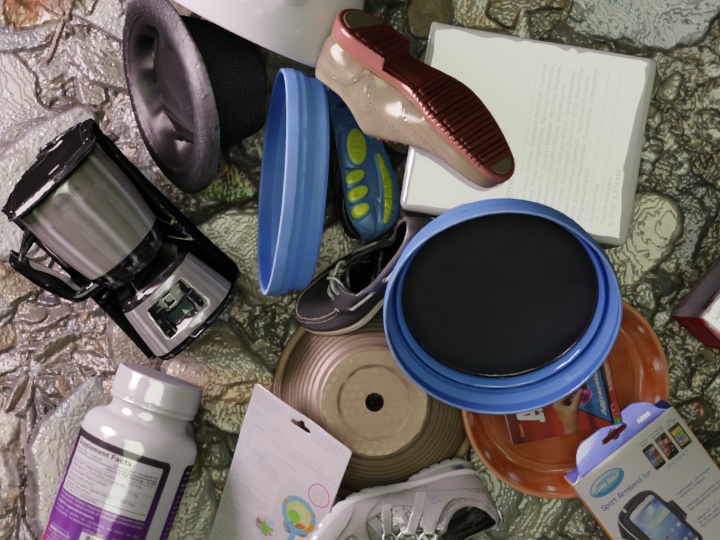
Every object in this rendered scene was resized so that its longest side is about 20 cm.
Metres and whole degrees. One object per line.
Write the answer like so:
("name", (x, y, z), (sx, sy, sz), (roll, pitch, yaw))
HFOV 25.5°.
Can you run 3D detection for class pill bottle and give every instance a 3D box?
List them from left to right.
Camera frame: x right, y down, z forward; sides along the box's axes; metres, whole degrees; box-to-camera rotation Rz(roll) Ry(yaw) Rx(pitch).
("pill bottle", (-0.217, 0.192, 1.470), (0.111, 0.111, 0.201), (20, 90, 2))

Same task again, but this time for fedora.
("fedora", (-0.144, -0.170, 1.455), (0.091, 0.200, 0.202), (-13, 89, -25))

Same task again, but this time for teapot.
("teapot", (-0.073, -0.277, 1.399), (0.200, 0.197, 0.147), (30, 100, 28))

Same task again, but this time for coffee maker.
("coffee maker", (-0.212, -0.035, 1.457), (0.134, 0.192, 0.200), (-35, 110, 23))

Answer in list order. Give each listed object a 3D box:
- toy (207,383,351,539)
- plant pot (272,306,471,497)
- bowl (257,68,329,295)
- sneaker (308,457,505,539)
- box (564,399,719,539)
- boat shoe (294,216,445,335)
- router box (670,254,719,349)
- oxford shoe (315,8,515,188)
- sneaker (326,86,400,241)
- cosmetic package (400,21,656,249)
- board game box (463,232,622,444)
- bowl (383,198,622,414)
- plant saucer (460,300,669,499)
("toy", (-0.069, 0.210, 1.465), (0.115, 0.047, 0.201), (32, 118, 24))
("plant pot", (0.015, 0.118, 1.471), (0.200, 0.093, 0.202), (0, 89, 1))
("bowl", (-0.060, -0.078, 1.417), (0.039, 0.201, 0.202), (4, 89, -9))
("sneaker", (0.039, 0.234, 1.417), (0.199, 0.082, 0.075), (-26, 131, -23))
("box", (0.281, 0.216, 1.467), (0.119, 0.041, 0.200), (-37, 96, -2))
("boat shoe", (0.000, 0.000, 1.408), (0.200, 0.063, 0.073), (-26, 54, 41))
("router box", (0.370, -0.020, 1.414), (0.049, 0.179, 0.200), (40, 92, 2))
("oxford shoe", (0.045, -0.131, 1.331), (0.200, 0.070, 0.075), (45, 128, 15))
("sneaker", (-0.007, -0.123, 1.483), (0.070, 0.083, 0.201), (1, 74, -20))
("cosmetic package", (0.146, -0.116, 1.430), (0.199, 0.167, 0.167), (10, 91, 2))
("board game box", (0.161, 0.060, 1.391), (0.102, 0.019, 0.201), (-12, 120, 10))
("bowl", (0.118, 0.029, 1.338), (0.199, 0.039, 0.201), (0, 121, 0))
("plant saucer", (0.188, 0.111, 1.472), (0.199, 0.032, 0.201), (-2, 100, -10))
